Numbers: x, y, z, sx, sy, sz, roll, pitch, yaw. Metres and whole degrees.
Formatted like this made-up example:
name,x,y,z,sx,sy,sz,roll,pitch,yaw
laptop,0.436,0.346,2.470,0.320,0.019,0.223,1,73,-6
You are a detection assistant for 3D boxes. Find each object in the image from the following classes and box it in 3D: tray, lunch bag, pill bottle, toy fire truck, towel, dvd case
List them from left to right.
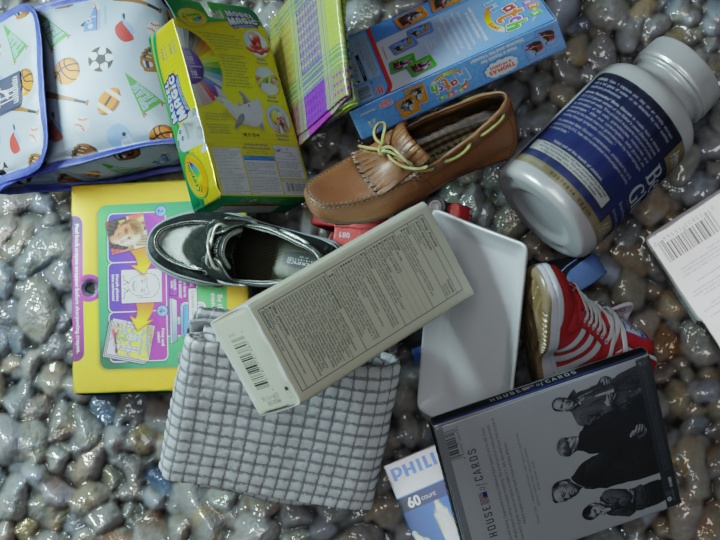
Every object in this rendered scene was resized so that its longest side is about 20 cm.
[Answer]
name,x,y,z,sx,sy,sz,roll,pitch,yaw
lunch bag,-0.266,-0.168,1.417,0.199,0.124,0.171,-9,79,8
towel,-0.073,0.123,1.339,0.199,0.086,0.166,8,118,-6
towel,-0.044,-0.193,1.365,0.023,0.200,0.144,-2,79,-21
toy fire truck,0.000,0.000,1.363,0.199,0.049,0.142,5,86,19
tray,0.101,0.051,1.307,0.107,0.022,0.201,23,121,38
dvd case,0.171,0.166,1.294,0.199,0.025,0.151,-17,108,-7
pill bottle,0.230,-0.116,1.347,0.111,0.111,0.200,44,78,9

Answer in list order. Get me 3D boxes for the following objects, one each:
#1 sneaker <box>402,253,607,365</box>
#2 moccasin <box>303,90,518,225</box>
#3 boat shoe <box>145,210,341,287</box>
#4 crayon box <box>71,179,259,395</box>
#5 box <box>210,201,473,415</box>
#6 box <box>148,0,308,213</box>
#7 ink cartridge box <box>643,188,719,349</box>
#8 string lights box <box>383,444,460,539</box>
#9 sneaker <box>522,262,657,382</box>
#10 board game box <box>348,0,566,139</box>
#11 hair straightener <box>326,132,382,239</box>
name,x,y,z,sx,sy,sz,roll,pitch,yaw
sneaker,0.124,0.016,1.375,0.199,0.070,0.078,-24,86,4
moccasin,0.044,-0.101,1.305,0.201,0.078,0.074,-19,50,-3
boat shoe,-0.109,-0.021,1.338,0.199,0.071,0.072,4,85,19
crayon box,-0.185,0.016,1.420,0.172,0.058,0.201,-2,84,6
box,-0.013,0.031,1.240,0.200,0.078,0.095,-29,92,-32
box,-0.123,-0.152,1.364,0.048,0.117,0.201,-25,74,41
ink cartridge box,0.389,-0.008,1.356,0.200,0.045,0.177,-32,80,3
string lights box,0.106,0.251,1.356,0.102,0.059,0.201,-24,82,4
sneaker,0.203,0.047,1.308,0.112,0.200,0.071,-15,57,-1
board game box,0.075,-0.206,1.373,0.199,0.151,0.037,-24,122,5
hair straightener,0.006,-0.030,1.409,0.077,0.041,0.201,28,88,10
